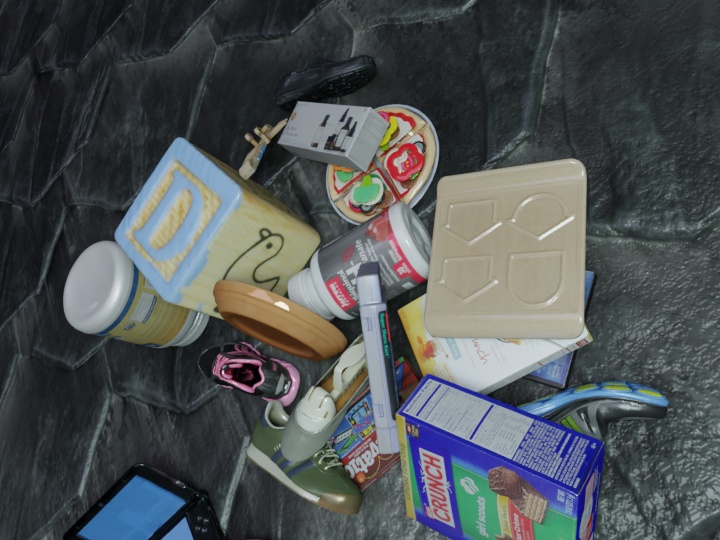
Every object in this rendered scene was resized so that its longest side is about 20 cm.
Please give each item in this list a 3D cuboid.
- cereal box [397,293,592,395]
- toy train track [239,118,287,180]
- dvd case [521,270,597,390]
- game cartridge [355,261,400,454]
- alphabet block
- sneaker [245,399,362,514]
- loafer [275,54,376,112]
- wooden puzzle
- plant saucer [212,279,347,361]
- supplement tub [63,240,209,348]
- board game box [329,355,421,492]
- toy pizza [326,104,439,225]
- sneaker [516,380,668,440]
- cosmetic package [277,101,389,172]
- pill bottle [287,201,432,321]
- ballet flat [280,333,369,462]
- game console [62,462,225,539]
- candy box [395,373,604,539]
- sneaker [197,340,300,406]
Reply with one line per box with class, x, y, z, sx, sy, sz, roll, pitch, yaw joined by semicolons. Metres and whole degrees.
cereal box;0.157;0.065;0.717;0.199;0.039;0.145;-33;59;19
toy train track;-0.176;-0.205;0.972;0.114;0.032;0.201;-39;24;22
dvd case;0.180;0.052;0.744;0.198;0.018;0.144;14;83;33
game cartridge;0.024;0.096;0.696;0.038;0.130;0.203;-8;97;-1
alphabet block;-0.219;-0.052;0.914;0.196;0.199;0.196;41;98;34
sneaker;-0.073;0.239;0.786;0.199;0.067;0.091;16;89;38
loafer;-0.063;-0.326;0.985;0.199;0.068;0.071;-9;79;33
wooden puzzle;0.171;-0.020;0.692;0.183;0.046;0.203;-3;73;32
plant saucer;-0.114;0.076;0.806;0.198;0.200;0.038;10;67;33
supplement tub;-0.360;0.047;0.969;0.143;0.199;0.147;-11;68;29
board game box;0.014;0.219;0.792;0.200;0.019;0.103;-44;58;13
toy pizza;0.026;-0.166;0.901;0.198;0.032;0.203;-10;70;29
sneaker;0.236;0.174;0.646;0.198;0.071;0.084;-25;75;25
cosmetic package;-0.049;-0.215;0.924;0.199;0.050;0.083;22;83;49
pill bottle;0.000;0.000;0.815;0.199;0.110;0.112;-29;61;21
ballet flat;-0.037;0.156;0.769;0.067;0.064;0.200;30;63;29
game console;-0.320;0.416;0.875;0.200;0.118;0.173;-44;57;13
candy box;0.141;0.224;0.624;0.198;0.171;0.077;16;38;36
sneaker;-0.188;0.149;0.895;0.198;0.095;0.080;8;80;35
